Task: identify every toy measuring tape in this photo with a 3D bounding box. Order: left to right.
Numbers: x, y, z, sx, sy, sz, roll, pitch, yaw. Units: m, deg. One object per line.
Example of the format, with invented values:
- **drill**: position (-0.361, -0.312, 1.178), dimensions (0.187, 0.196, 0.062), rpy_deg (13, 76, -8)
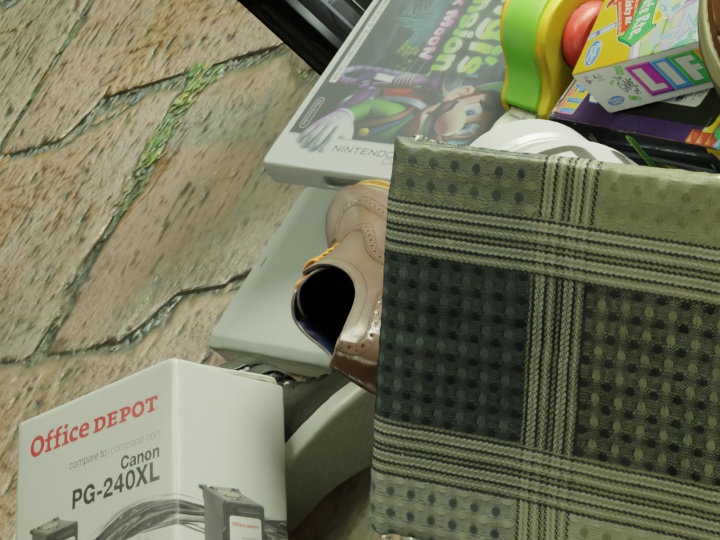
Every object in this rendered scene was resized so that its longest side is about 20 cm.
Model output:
- **toy measuring tape**: position (0.089, -0.114, 1.181), dimensions (0.200, 0.074, 0.074), rpy_deg (-46, 27, -17)

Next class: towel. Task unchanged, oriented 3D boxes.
- **towel**: position (0.099, 0.044, 0.905), dimensions (0.200, 0.193, 0.035), rpy_deg (11, 16, 26)

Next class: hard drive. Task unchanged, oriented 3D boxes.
- **hard drive**: position (-0.005, 0.006, 1.282), dimensions (0.200, 0.026, 0.132), rpy_deg (5, 59, 57)

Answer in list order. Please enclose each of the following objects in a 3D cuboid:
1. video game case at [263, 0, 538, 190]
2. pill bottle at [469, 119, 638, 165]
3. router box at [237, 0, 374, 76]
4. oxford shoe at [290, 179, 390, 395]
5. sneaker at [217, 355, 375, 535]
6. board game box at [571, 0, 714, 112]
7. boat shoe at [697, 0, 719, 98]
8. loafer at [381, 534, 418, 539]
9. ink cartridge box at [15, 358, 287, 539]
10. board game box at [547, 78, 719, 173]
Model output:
- **video game case**: position (0.059, -0.123, 1.279), dimensions (0.182, 0.023, 0.200), rpy_deg (10, 55, 38)
- **pill bottle**: position (0.114, 0.004, 1.024), dimensions (0.114, 0.114, 0.200), rpy_deg (-46, 28, 6)
- **router box**: position (-0.010, -0.222, 1.382), dimensions (0.052, 0.200, 0.157), rpy_deg (0, 54, 56)
- **oxford shoe**: position (0.000, 0.000, 1.088), dimensions (0.200, 0.073, 0.071), rpy_deg (-115, 40, -63)
- **sneaker**: position (-0.032, 0.071, 1.168), dimensions (0.200, 0.071, 0.099), rpy_deg (-41, 51, 21)
- **board game box**: position (0.201, -0.181, 1.093), dimensions (0.134, 0.034, 0.200), rpy_deg (-11, 46, 49)
- **boat shoe**: position (0.200, -0.087, 0.935), dimensions (0.074, 0.075, 0.200), rpy_deg (110, 160, -61)
- **loafer**: position (0.031, 0.162, 1.000), dimensions (0.063, 0.072, 0.200), rpy_deg (-38, 32, 34)
- **ink cartridge box**: position (-0.113, 0.162, 1.112), dimensions (0.145, 0.083, 0.200), rpy_deg (-23, 61, 41)
- **board game box**: position (0.213, -0.135, 1.115), dimensions (0.200, 0.057, 0.165), rpy_deg (-54, 27, -8)
